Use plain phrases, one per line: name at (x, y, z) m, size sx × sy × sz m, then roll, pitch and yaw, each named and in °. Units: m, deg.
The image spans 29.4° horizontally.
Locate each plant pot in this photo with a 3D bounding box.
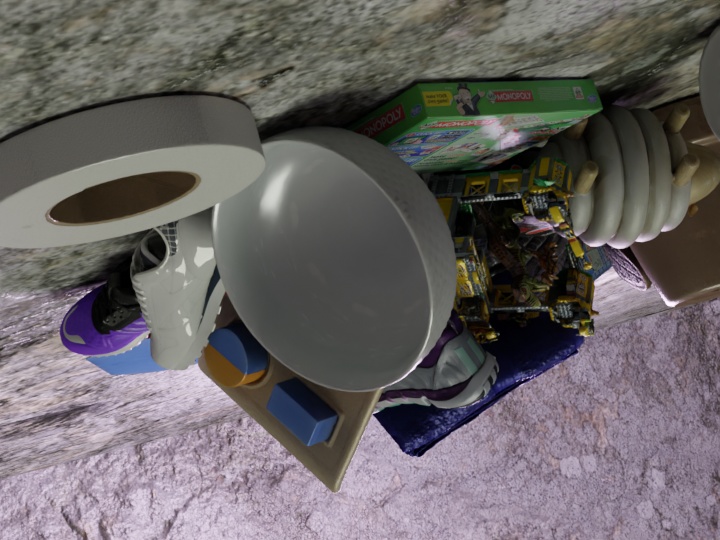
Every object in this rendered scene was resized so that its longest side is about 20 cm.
plant pot at (0.331, -0.063, 1.347) m, size 0.199 × 0.176 × 0.200 m, roll -16°, pitch 170°, yaw -3°

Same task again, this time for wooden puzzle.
wooden puzzle at (-0.061, 0.064, 1.146) m, size 0.046 × 0.185 × 0.201 m, roll -18°, pitch 137°, yaw -46°

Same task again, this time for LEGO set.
LEGO set at (0.122, 0.009, 1.154) m, size 0.153 × 0.116 × 0.201 m, roll 3°, pitch 137°, yaw 13°

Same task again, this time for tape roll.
tape roll at (-0.164, -0.063, 0.921) m, size 0.202 × 0.037 × 0.203 m, roll -15°, pitch 171°, yaw -2°

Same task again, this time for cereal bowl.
cereal bowl at (-0.010, -0.017, 1.016) m, size 0.200 × 0.201 × 0.083 m, roll -25°, pitch -172°, yaw 43°

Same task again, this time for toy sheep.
toy sheep at (0.219, -0.083, 1.201) m, size 0.199 × 0.139 × 0.138 m, roll -1°, pitch 169°, yaw -6°

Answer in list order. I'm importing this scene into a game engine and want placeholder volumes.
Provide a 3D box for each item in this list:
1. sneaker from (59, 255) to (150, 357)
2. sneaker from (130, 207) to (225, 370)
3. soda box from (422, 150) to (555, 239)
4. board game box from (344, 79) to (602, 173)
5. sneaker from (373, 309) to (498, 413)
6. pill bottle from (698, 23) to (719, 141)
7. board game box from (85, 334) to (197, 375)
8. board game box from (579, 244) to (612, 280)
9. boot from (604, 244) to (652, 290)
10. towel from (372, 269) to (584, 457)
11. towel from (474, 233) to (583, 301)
sneaker at (-0.213, 0.023, 1.277) m, size 0.199 × 0.070 × 0.099 m, roll -20°, pitch 160°, yaw 21°
sneaker at (-0.159, 0.011, 1.157) m, size 0.080 × 0.077 × 0.200 m, roll 2°, pitch 137°, yaw -22°
soda box at (0.143, -0.071, 1.288) m, size 0.063 × 0.071 × 0.200 m, roll -23°, pitch 169°, yaw 33°
board game box at (0.077, -0.111, 1.080) m, size 0.199 × 0.029 × 0.134 m, roll -8°, pitch 167°, yaw -42°
sneaker at (0.016, 0.070, 1.154) m, size 0.199 × 0.088 × 0.075 m, roll -11°, pitch -146°, yaw 32°
pill bottle at (0.375, -0.156, 1.066) m, size 0.199 × 0.113 × 0.113 m, roll -12°, pitch 170°, yaw -22°
board game box at (-0.242, 0.084, 1.655) m, size 0.157 × 0.039 × 0.200 m, roll -12°, pitch 166°, yaw 3°
board game box at (0.194, 0.005, 1.621) m, size 0.199 × 0.062 × 0.200 m, roll -9°, pitch -156°, yaw 45°
boot at (0.300, -0.055, 1.478) m, size 0.097 × 0.075 × 0.200 m, roll -26°, pitch -148°, yaw 1°
towel at (0.094, 0.087, 1.274) m, size 0.199 × 0.050 × 0.148 m, roll -29°, pitch -150°, yaw -10°
towel at (0.138, -0.006, 1.475) m, size 0.165 × 0.086 × 0.200 m, roll -21°, pitch -164°, yaw 33°
